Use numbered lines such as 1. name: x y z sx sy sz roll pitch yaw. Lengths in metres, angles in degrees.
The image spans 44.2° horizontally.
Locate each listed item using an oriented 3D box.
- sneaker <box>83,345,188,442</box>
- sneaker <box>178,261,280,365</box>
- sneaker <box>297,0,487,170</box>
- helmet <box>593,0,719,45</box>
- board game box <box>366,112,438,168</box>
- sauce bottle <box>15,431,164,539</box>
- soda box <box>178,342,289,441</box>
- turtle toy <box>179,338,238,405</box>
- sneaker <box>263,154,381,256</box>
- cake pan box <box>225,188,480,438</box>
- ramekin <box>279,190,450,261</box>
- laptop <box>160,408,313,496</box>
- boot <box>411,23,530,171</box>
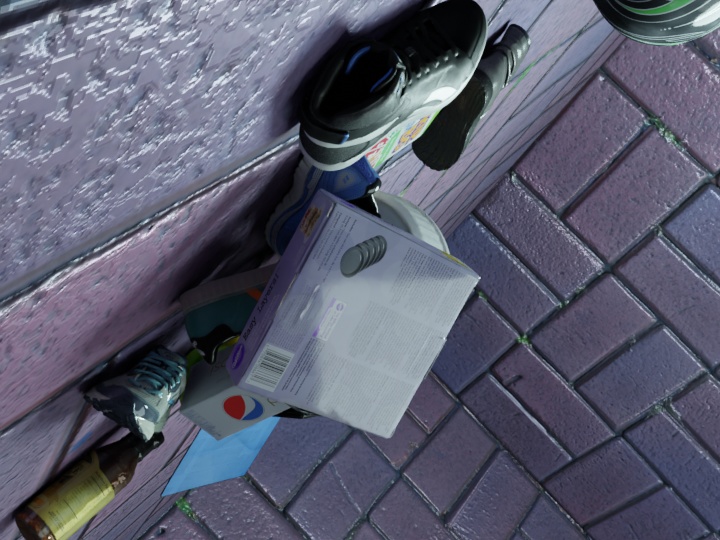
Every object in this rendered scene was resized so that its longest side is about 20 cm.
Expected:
1. sneaker: -0.220 0.115 0.908 0.087 0.077 0.200 -56 -177 -7
2. sneaker: -0.074 0.035 0.876 0.198 0.081 0.071 -17 171 -6
3. sneaker: 0.037 -0.162 0.700 0.200 0.073 0.112 -43 175 -12
4. helmet: 0.381 -0.372 1.077 0.200 0.191 0.200 -44 175 -5
5. board game box: 0.041 -0.160 0.994 0.200 0.030 0.096 -43 175 -43
6. sauce bottle: -0.330 0.262 1.104 0.200 0.066 0.066 -41 173 -39
7. soda box: -0.099 0.108 0.946 0.199 0.064 0.069 -27 -144 28
8. turtle toy: -0.168 0.136 1.157 0.146 0.101 0.199 -48 162 24
9. sneaker: -0.034 -0.052 0.886 0.078 0.089 0.200 -40 172 -30
10. cake pan box: -0.006 0.050 0.839 0.202 0.183 0.052 -62 -151 9
11. ramekin: 0.000 0.000 1.004 0.202 0.203 0.094 -45 160 4
12. laptop: -0.113 0.221 1.110 0.198 0.118 0.187 0 177 26
13. boot: 0.149 -0.219 1.152 0.132 0.070 0.200 -48 -179 -32
